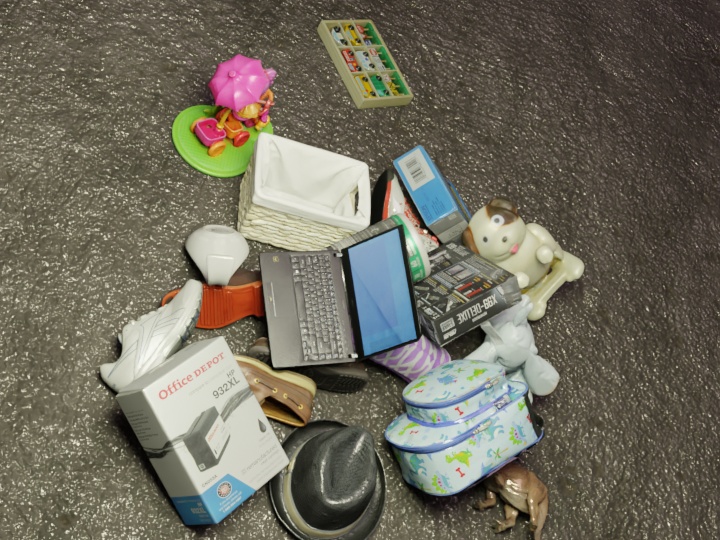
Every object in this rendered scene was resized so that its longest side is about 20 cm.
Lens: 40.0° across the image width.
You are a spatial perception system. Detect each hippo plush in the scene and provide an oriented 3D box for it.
[{"bbox_3d":[0.224,0.121,1.632,0.161,0.158,0.201,-98,164,-60],"label":"hippo plush"}]

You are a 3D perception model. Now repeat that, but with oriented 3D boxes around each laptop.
[{"bbox_3d":[-0.032,0.036,1.422,0.198,0.103,0.179,-2,70,-18],"label":"laptop"}]

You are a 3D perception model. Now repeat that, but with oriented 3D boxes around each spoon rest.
[{"bbox_3d":[-0.214,-0.022,1.480,0.098,0.061,0.200,6,16,-10],"label":"spoon rest"}]

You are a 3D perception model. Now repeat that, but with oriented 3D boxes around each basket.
[{"bbox_3d":[-0.097,-0.115,1.613,0.198,0.123,0.136,15,52,-21],"label":"basket"}]

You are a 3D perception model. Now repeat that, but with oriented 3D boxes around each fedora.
[{"bbox_3d":[-0.030,0.288,1.392,0.199,0.092,0.202,15,53,-20],"label":"fedora"}]

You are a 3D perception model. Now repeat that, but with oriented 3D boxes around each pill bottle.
[{"bbox_3d":[0.000,0.000,1.552,0.199,0.113,0.114,-26,71,-8],"label":"pill bottle"}]

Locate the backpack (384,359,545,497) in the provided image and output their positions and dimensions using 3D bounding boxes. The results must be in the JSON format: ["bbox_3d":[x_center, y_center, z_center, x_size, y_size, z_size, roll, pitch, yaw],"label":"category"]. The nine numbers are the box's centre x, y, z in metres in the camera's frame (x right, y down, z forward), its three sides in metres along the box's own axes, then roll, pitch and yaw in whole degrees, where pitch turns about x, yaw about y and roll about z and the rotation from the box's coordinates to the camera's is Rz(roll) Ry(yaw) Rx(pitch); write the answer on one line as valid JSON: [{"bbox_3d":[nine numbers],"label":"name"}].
[{"bbox_3d":[0.139,0.225,1.460,0.199,0.183,0.148,-31,106,-24],"label":"backpack"}]

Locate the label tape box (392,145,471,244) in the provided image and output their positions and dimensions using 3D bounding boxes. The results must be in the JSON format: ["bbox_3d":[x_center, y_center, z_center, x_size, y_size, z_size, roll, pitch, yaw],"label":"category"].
[{"bbox_3d":[0.143,-0.118,1.769,0.145,0.063,0.200,64,11,25],"label":"label tape box"}]

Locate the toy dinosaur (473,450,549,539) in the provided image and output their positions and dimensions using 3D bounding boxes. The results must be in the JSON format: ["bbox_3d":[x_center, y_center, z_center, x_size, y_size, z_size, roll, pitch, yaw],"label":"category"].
[{"bbox_3d":[0.243,0.328,1.531,0.200,0.086,0.135,50,41,2],"label":"toy dinosaur"}]

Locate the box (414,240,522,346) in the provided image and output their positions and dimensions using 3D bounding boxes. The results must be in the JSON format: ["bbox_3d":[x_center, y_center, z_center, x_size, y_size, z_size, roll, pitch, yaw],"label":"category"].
[{"bbox_3d":[0.138,0.031,1.581,0.157,0.200,0.050,-27,118,-17],"label":"box"}]

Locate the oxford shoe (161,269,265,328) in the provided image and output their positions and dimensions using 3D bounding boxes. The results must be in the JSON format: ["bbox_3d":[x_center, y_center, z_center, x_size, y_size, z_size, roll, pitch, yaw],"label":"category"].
[{"bbox_3d":[-0.206,0.038,1.498,0.198,0.072,0.073,-4,26,-23],"label":"oxford shoe"}]

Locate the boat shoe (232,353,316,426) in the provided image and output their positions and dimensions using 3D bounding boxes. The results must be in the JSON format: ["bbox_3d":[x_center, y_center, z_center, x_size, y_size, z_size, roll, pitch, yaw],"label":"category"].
[{"bbox_3d":[-0.156,0.172,1.416,0.199,0.072,0.068,18,49,-21],"label":"boat shoe"}]

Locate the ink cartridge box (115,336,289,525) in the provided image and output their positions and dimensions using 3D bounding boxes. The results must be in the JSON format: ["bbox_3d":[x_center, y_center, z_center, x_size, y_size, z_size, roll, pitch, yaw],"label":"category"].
[{"bbox_3d":[-0.207,0.210,1.309,0.145,0.083,0.201,-34,101,-40],"label":"ink cartridge box"}]

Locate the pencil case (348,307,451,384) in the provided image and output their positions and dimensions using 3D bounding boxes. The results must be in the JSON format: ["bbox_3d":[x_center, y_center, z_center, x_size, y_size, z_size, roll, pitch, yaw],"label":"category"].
[{"bbox_3d":[0.053,0.121,1.526,0.199,0.084,0.086,31,72,-33],"label":"pencil case"}]

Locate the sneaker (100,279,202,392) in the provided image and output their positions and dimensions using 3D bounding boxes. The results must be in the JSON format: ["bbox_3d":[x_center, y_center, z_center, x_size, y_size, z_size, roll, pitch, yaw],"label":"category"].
[{"bbox_3d":[-0.287,0.089,1.381,0.087,0.075,0.201,29,63,3],"label":"sneaker"}]

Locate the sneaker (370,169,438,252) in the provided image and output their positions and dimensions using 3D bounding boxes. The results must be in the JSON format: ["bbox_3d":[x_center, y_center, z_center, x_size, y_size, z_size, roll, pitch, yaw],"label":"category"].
[{"bbox_3d":[0.078,-0.076,1.724,0.107,0.067,0.203,14,56,-22],"label":"sneaker"}]

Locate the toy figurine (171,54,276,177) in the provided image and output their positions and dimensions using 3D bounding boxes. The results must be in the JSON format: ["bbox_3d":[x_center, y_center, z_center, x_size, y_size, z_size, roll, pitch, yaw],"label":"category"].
[{"bbox_3d":[-0.193,-0.275,1.628,0.199,0.184,0.151,-27,74,-40],"label":"toy figurine"}]

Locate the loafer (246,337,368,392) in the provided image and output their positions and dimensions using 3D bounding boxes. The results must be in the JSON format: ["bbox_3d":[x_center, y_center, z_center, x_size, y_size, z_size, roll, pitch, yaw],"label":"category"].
[{"bbox_3d":[-0.082,0.133,1.492,0.199,0.073,0.071,18,47,-31],"label":"loafer"}]

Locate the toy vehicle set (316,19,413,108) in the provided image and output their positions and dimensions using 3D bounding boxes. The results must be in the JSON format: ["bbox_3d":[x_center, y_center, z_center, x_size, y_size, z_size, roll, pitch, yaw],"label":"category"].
[{"bbox_3d":[0.009,-0.406,1.937,0.123,0.027,0.201,-12,65,-35],"label":"toy vehicle set"}]

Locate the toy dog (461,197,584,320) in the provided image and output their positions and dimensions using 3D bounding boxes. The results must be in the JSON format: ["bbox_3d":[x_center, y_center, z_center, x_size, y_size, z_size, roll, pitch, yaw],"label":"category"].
[{"bbox_3d":[0.269,-0.043,1.724,0.200,0.139,0.195,36,20,-43],"label":"toy dog"}]
